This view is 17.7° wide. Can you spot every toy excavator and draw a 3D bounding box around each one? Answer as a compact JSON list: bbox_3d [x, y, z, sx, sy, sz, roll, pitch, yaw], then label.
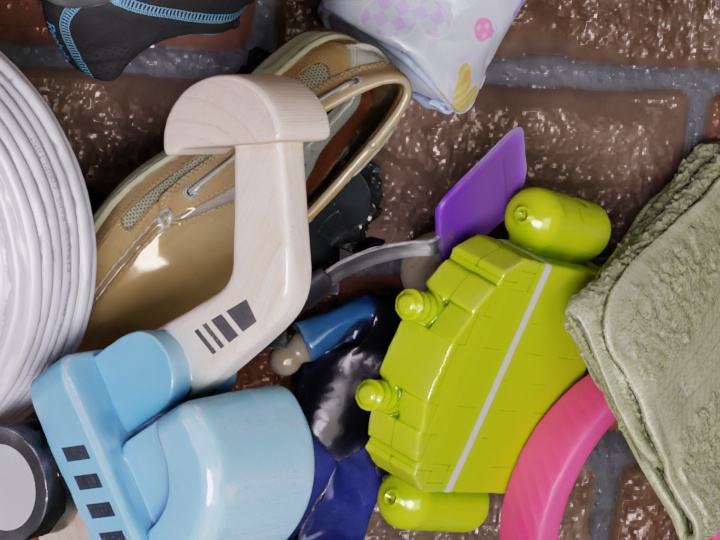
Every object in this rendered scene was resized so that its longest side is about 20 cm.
[{"bbox_3d":[-0.063,0.045,0.922,0.100,0.200,0.195,-5,67,-56],"label":"toy excavator"}]

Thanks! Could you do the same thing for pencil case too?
[{"bbox_3d":[0.066,-0.172,1.090,0.091,0.083,0.200,34,87,-14],"label":"pencil case"}]

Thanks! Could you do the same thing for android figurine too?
[{"bbox_3d":[0.065,0.047,1.127,0.200,0.041,0.183,8,108,-57],"label":"android figurine"}]

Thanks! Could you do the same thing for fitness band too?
[{"bbox_3d":[0.136,0.137,1.205,0.143,0.037,0.201,-34,132,-27],"label":"fitness band"}]

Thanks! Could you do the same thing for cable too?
[{"bbox_3d":[-0.207,-0.015,0.960,0.200,0.069,0.200,38,112,5],"label":"cable"}]

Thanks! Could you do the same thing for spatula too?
[{"bbox_3d":[0.000,0.000,1.077,0.200,0.021,0.057,-30,145,-13],"label":"spatula"}]

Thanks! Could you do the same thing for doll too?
[{"bbox_3d":[0.004,0.072,1.147,0.136,0.048,0.201,20,98,-41],"label":"doll"}]

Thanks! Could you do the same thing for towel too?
[{"bbox_3d":[0.177,0.033,1.162,0.200,0.036,0.149,-45,112,-48],"label":"towel"}]

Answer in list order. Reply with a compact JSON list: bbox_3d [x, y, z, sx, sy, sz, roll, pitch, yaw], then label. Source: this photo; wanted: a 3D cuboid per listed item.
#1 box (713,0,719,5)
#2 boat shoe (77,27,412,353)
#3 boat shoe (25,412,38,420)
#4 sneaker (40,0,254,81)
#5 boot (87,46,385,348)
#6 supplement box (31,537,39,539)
[{"bbox_3d":[0.237,-0.180,1.148,0.200,0.109,0.128,29,91,-32],"label":"box"},{"bbox_3d":[-0.057,-0.024,1.002,0.200,0.076,0.072,-50,126,-7],"label":"boat shoe"},{"bbox_3d":[-0.187,0.084,1.070,0.073,0.062,0.201,-55,142,-55],"label":"boat shoe"},{"bbox_3d":[-0.060,-0.159,1.056,0.200,0.073,0.082,-27,139,-18],"label":"sneaker"},{"bbox_3d":[-0.089,-0.035,1.063,0.162,0.073,0.198,-45,125,-5],"label":"boot"},{"bbox_3d":[-0.183,0.177,1.034,0.069,0.067,0.200,29,117,-14],"label":"supplement box"}]
